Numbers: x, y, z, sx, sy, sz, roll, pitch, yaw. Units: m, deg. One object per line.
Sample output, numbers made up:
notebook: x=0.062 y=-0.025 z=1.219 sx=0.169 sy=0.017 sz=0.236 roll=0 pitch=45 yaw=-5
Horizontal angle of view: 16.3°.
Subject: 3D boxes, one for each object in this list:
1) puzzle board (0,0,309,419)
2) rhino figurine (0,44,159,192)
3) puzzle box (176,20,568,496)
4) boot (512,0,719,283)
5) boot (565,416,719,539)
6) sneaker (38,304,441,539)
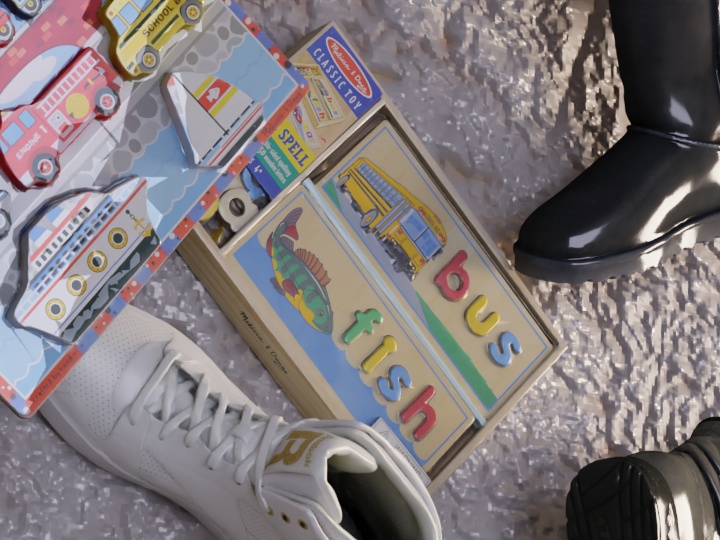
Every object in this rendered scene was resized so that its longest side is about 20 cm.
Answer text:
puzzle board: x=-0.127 y=-0.063 z=1.044 sx=0.151 sy=0.017 sz=0.200 roll=46 pitch=66 yaw=-15
rhino figurine: x=-0.167 y=-0.079 z=1.068 sx=0.199 sy=0.060 sz=0.088 roll=26 pitch=70 yaw=-24
puzzle box: x=0.000 y=0.000 z=1.178 sx=0.133 sy=0.025 sz=0.200 roll=-45 pitch=104 yaw=-33
boot: x=0.133 y=-0.108 z=1.221 sx=0.164 sy=0.065 sz=0.201 roll=-20 pitch=115 yaw=-39
boot: x=0.156 y=0.176 z=1.211 sx=0.130 sy=0.067 sz=0.202 roll=-5 pitch=98 yaw=-53
sneaker: x=-0.051 y=0.068 z=1.075 sx=0.200 sy=0.115 sz=0.074 roll=40 pitch=62 yaw=-18
